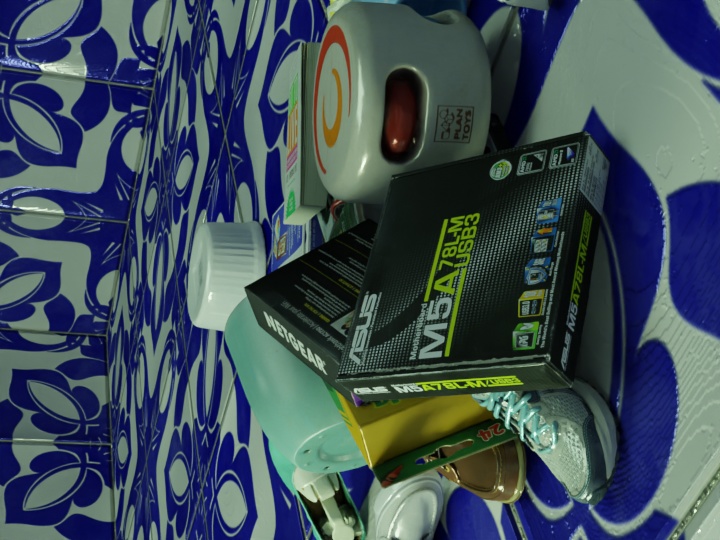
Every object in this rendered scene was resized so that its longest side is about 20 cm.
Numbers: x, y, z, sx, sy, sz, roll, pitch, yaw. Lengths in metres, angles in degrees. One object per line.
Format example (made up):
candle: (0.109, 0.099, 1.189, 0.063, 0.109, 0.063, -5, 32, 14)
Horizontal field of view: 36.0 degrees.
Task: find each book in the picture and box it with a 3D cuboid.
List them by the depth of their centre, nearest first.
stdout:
book: (-0.066, -0.166, 1.376, 0.134, 0.048, 0.200, 151, 121, -74)

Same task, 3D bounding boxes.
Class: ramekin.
ramekin: (-0.234, 0.010, 1.903, 0.200, 0.098, 0.201, -175, 90, -70)

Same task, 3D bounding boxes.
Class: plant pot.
plant pot: (-0.028, 0.114, 1.161, 0.201, 0.200, 0.161, 119, 141, -49)

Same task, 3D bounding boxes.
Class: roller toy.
roller toy: (0.040, -0.151, 1.029, 0.183, 0.139, 0.200, 118, 149, -58)

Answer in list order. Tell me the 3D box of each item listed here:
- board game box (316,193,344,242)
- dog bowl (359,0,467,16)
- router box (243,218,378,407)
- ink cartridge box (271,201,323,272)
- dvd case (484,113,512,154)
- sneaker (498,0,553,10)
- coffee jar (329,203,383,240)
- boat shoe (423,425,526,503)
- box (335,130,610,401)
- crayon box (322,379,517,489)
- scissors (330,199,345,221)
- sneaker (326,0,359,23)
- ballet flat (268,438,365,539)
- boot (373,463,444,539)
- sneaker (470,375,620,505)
board game box: (-0.002, -0.148, 1.334, 0.148, 0.064, 0.200, -111, 33, -52)
dog bowl: (0.047, -0.229, 1.154, 0.050, 0.111, 0.200, 51, 134, 45)
router box: (0.002, 0.030, 1.011, 0.200, 0.149, 0.051, 33, 147, 55)
ink cartridge box: (-0.082, -0.018, 1.563, 0.200, 0.047, 0.198, 142, 132, -62)
dvd case: (0.117, -0.027, 1.019, 0.200, 0.025, 0.150, -105, 28, -44)
sneaker: (0.127, -0.326, 0.985, 0.199, 0.079, 0.130, -114, 36, -54)
coffee jar: (0.000, 0.000, 1.254, 0.200, 0.085, 0.104, 119, 149, -47)
boat shoe: (0.085, 0.159, 0.996, 0.200, 0.067, 0.072, -156, 72, -70)
box: (0.087, 0.000, 0.858, 0.193, 0.048, 0.200, -7, 55, 38)
crayon box: (0.042, 0.099, 0.981, 0.200, 0.127, 0.051, -127, 19, -59)
scissors: (0.045, -0.092, 1.243, 0.200, 0.073, 0.014, -36, 21, 36)
sneaker: (-0.023, -0.282, 1.220, 0.079, 0.131, 0.200, -10, 48, 56)
ballet flat: (-0.040, 0.251, 1.251, 0.070, 0.067, 0.200, 35, 153, 56)
boot: (0.052, 0.286, 1.076, 0.096, 0.073, 0.200, -116, 28, -46)
sneaker: (0.125, 0.099, 0.856, 0.200, 0.086, 0.078, -116, 36, -43)
